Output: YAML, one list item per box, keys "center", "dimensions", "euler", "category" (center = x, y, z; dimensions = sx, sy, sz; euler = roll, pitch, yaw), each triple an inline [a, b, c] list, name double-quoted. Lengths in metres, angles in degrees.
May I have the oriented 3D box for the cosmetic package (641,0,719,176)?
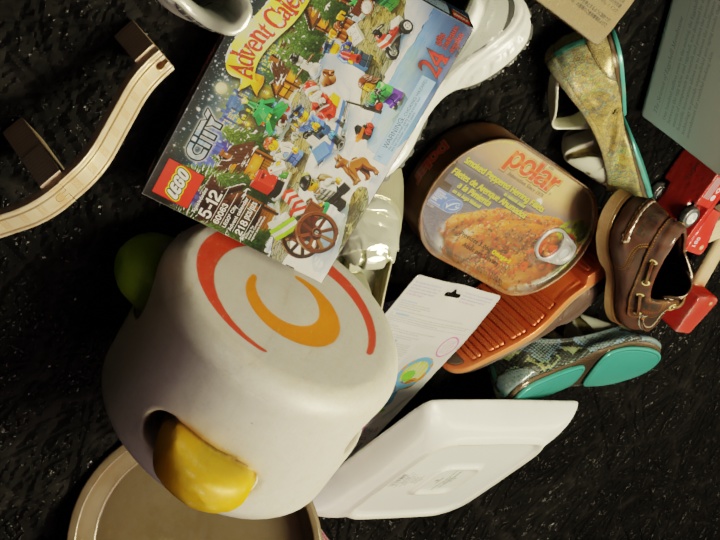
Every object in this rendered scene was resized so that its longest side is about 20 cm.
- center: [0.344, -0.165, 1.163]
  dimensions: [0.122, 0.200, 0.200]
  euler: [-19, 137, -29]
  category: "cosmetic package"

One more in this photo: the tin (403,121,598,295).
- center: [0.113, -0.049, 1.200]
  dimensions: [0.112, 0.042, 0.199]
  euler: [-48, 138, 14]
  category: "tin"

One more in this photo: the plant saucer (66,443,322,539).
- center: [-0.126, 0.216, 1.155]
  dimensions: [0.200, 0.200, 0.029]
  euler: [-42, 177, 0]
  category: "plant saucer"

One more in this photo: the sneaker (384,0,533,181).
- center: [0.022, -0.131, 1.019]
  dimensions: [0.200, 0.074, 0.079]
  euler: [-44, 140, 7]
  category: "sneaker"

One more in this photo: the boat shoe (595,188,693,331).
- center: [0.243, 0.005, 1.259]
  dimensions: [0.071, 0.070, 0.200]
  euler: [-59, 155, -12]
  category: "boat shoe"

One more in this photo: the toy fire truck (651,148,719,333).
- center: [0.313, -0.043, 1.375]
  dimensions: [0.141, 0.049, 0.201]
  euler: [15, 115, -47]
  category: "toy fire truck"

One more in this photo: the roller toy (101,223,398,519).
- center: [-0.077, 0.072, 1.029]
  dimensions: [0.181, 0.201, 0.140]
  euler: [5, 131, -40]
  category: "roller toy"

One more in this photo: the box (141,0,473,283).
- center: [-0.036, -0.107, 0.967]
  dimensions: [0.136, 0.038, 0.201]
  euler: [26, 111, -14]
  category: "box"

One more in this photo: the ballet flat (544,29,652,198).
- center: [0.185, -0.116, 1.192]
  dimensions: [0.071, 0.071, 0.200]
  euler: [-36, 142, -7]
  category: "ballet flat"

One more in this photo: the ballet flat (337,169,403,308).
- center: [0.000, 0.000, 1.107]
  dimensions: [0.069, 0.069, 0.201]
  euler: [-9, 122, -34]
  category: "ballet flat"

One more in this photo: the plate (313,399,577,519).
- center: [0.071, 0.174, 1.330]
  dimensions: [0.199, 0.033, 0.199]
  euler: [6, 145, -43]
  category: "plate"

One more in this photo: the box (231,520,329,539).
- center: [-0.088, 0.252, 1.272]
  dimensions: [0.103, 0.095, 0.200]
  euler: [-42, 142, 1]
  category: "box"

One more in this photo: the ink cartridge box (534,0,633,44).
- center: [0.139, -0.265, 0.994]
  dimensions: [0.199, 0.075, 0.165]
  euler: [23, 108, -49]
  category: "ink cartridge box"

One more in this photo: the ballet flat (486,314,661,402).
- center: [0.193, 0.072, 1.366]
  dimensions: [0.199, 0.074, 0.075]
  euler: [-8, 131, -40]
  category: "ballet flat"

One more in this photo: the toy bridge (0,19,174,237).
- center: [-0.192, -0.064, 0.906]
  dimensions: [0.200, 0.067, 0.027]
  euler: [-41, 142, -2]
  category: "toy bridge"

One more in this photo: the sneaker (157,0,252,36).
- center: [-0.117, -0.212, 0.821]
  dimensions: [0.076, 0.081, 0.200]
  euler: [-39, 140, -1]
  category: "sneaker"

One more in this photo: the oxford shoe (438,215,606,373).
- center: [0.150, 0.036, 1.295]
  dimensions: [0.199, 0.071, 0.073]
  euler: [-32, 145, -13]
  category: "oxford shoe"

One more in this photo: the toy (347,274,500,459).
- center: [0.011, 0.073, 1.228]
  dimensions: [0.115, 0.047, 0.200]
  euler: [13, 121, -50]
  category: "toy"
